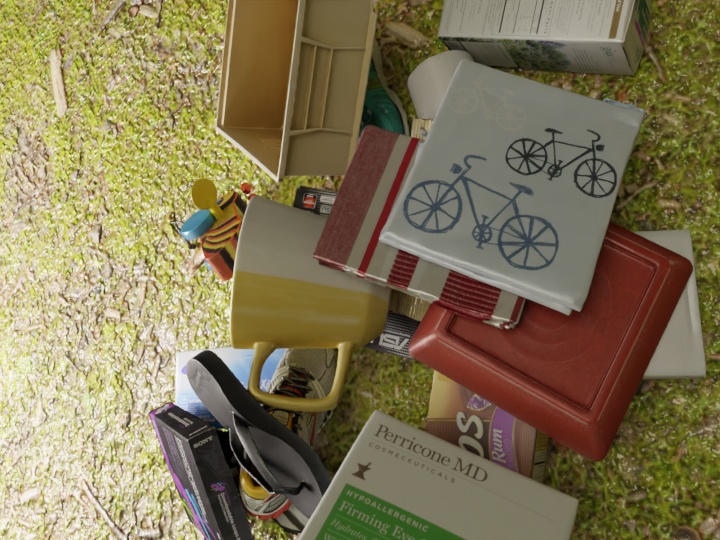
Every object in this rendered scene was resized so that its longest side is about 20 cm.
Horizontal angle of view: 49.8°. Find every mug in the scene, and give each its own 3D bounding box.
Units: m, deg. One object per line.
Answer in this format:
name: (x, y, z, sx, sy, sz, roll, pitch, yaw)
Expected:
mug: (-0.048, 0.030, 0.786, 0.149, 0.150, 0.192, 8, 100, -2)

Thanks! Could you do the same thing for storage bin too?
storage bin: (-0.077, -0.225, 0.853, 0.200, 0.092, 0.204, 41, 127, 53)

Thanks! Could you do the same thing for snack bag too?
snack bag: (0.134, -0.084, 0.685, 0.184, 0.021, 0.204, 19, 75, 15)

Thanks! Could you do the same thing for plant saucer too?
plant saucer: (0.169, 0.030, 0.692, 0.197, 0.037, 0.203, 28, 79, 16)

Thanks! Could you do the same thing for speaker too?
speaker: (0.112, -0.124, 0.809, 0.080, 0.081, 0.205, -25, 69, 23)

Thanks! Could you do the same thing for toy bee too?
toy bee: (-0.167, -0.064, 0.945, 0.108, 0.132, 0.200, -40, 50, -10)

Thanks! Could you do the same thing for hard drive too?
hard drive: (0.207, 0.033, 0.717, 0.194, 0.025, 0.136, -2, 73, 9)

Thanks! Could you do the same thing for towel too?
towel: (0.069, -0.043, 0.704, 0.196, 0.023, 0.147, 19, 75, 16)

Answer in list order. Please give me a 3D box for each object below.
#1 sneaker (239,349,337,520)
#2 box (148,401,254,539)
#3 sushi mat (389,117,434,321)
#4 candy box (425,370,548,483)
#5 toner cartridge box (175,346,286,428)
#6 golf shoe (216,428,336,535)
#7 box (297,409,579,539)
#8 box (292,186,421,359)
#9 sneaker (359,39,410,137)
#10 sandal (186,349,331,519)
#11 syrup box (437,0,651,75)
sneaker: (-0.071, 0.152, 0.807, 0.076, 0.083, 0.204, 13, 65, 6)
box: (-0.176, 0.228, 0.850, 0.199, 0.035, 0.146, -5, 105, 63)
sushi mat: (0.073, -0.049, 0.780, 0.094, 0.012, 0.206, 15, 99, 45)
candy box: (0.126, 0.155, 0.769, 0.114, 0.056, 0.206, 7, 84, 28)
toner cartridge box: (-0.133, 0.139, 0.926, 0.195, 0.043, 0.098, -9, 76, 28)
golf shoe: (-0.095, 0.225, 0.852, 0.195, 0.096, 0.078, 4, 41, 28)
box: (0.057, 0.274, 0.659, 0.195, 0.172, 0.203, 20, 134, 18)
box: (0.000, 0.000, 0.873, 0.196, 0.044, 0.165, 12, 87, 30)
sneaker: (-0.005, -0.204, 0.891, 0.076, 0.079, 0.204, -28, 69, 22)
sandal: (-0.101, 0.161, 0.720, 0.199, 0.043, 0.077, 40, 139, 21)
syrup box: (0.186, -0.256, 0.791, 0.196, 0.078, 0.084, 11, 86, 31)
